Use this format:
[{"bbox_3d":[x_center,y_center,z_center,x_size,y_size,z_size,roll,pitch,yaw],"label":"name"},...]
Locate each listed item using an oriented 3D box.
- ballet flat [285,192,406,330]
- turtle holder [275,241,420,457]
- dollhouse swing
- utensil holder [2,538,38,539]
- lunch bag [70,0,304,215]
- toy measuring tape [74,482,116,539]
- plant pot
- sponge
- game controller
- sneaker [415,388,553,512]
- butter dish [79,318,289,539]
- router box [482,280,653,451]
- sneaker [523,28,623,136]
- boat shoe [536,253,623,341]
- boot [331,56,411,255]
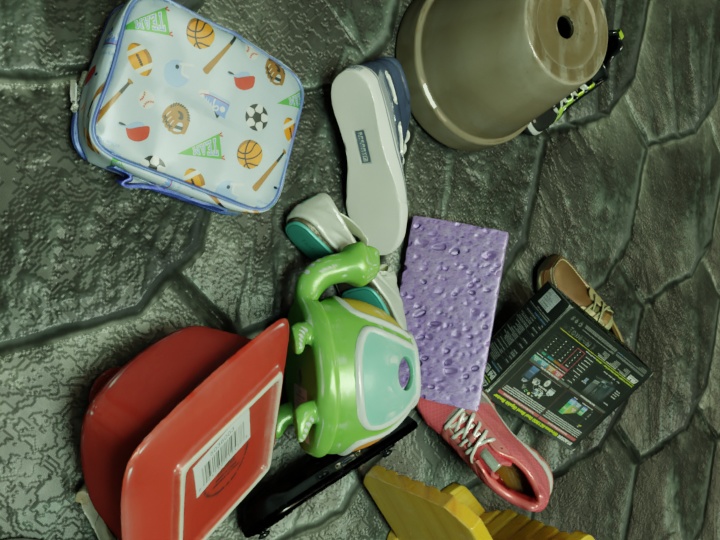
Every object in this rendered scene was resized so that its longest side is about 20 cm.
[{"bbox_3d":[0.000,0.000,0.801,0.070,0.069,0.201,-49,115,-24],"label":"ballet flat"},{"bbox_3d":[-0.018,0.083,0.738,0.130,0.141,0.187,-2,61,-19],"label":"turtle holder"},{"bbox_3d":[0.132,0.264,0.826,0.181,0.199,0.178,-26,107,-33],"label":"dollhouse swing"},{"bbox_3d":[-0.243,0.303,0.544,0.168,0.199,0.172,-3,95,-33],"label":"utensil holder"},{"bbox_3d":[-0.152,-0.137,0.671,0.199,0.075,0.162,19,83,-37],"label":"lunch bag"},{"bbox_3d":[-0.182,0.268,0.669,0.073,0.073,0.202,-28,109,-32],"label":"toy measuring tape"},{"bbox_3d":[0.164,-0.242,0.826,0.198,0.173,0.203,0,91,-29],"label":"plant pot"},{"bbox_3d":[0.096,0.046,0.849,0.030,0.110,0.202,30,71,-78],"label":"sponge"},{"bbox_3d":[-0.029,0.206,0.766,0.199,0.104,0.042,-26,85,-33],"label":"game controller"},{"bbox_3d":[0.141,0.192,0.852,0.200,0.087,0.074,41,98,6],"label":"sneaker"},{"bbox_3d":[-0.166,0.132,0.638,0.200,0.147,0.201,-42,152,-47],"label":"butter dish"},{"bbox_3d":[0.252,0.125,0.952,0.199,0.062,0.150,34,105,-32],"label":"router box"},{"bbox_3d":[0.272,-0.254,0.974,0.200,0.082,0.072,-51,119,-22],"label":"sneaker"},{"bbox_3d":[0.309,0.061,1.025,0.076,0.074,0.201,-49,119,-24],"label":"boat shoe"},{"bbox_3d":[0.029,-0.124,0.812,0.090,0.072,0.202,-37,126,-50],"label":"boot"}]
